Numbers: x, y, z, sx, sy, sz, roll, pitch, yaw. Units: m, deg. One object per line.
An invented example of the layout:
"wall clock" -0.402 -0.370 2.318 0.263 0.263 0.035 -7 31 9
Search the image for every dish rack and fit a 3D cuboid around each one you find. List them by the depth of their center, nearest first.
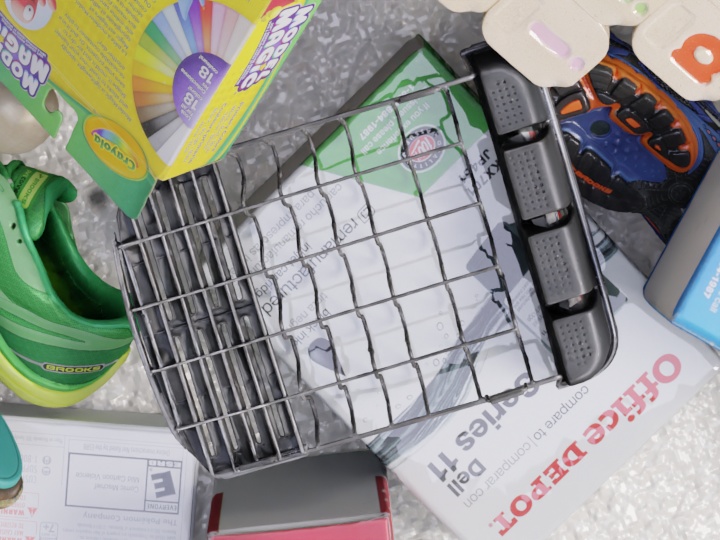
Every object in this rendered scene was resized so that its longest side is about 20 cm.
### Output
"dish rack" 0.000 0.000 1.141 0.199 0.055 0.154 -16 96 3

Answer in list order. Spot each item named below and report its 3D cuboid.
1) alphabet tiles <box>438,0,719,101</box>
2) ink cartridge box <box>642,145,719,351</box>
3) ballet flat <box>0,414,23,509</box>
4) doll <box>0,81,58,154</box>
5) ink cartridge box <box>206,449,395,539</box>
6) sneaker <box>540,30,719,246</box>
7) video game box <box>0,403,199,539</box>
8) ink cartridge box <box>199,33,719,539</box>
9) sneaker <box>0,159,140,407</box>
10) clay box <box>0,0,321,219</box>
"alphabet tiles" 0.109 -0.161 1.055 0.195 0.015 0.200 38 121 -17
"ink cartridge box" 0.243 0.000 1.133 0.199 0.084 0.147 29 93 -7
"ballet flat" -0.217 0.042 1.184 0.071 0.071 0.200 -39 66 3
"doll" -0.189 -0.139 1.143 0.136 0.048 0.201 -31 98 0
"ink cartridge box" -0.018 0.195 1.201 0.082 0.147 0.202 -6 97 0
"sneaker" 0.155 -0.042 1.215 0.075 0.079 0.200 -35 116 25
"video game box" -0.176 0.153 1.240 0.198 0.047 0.184 5 95 -3
"ink cartridge box" 0.044 0.017 1.211 0.147 0.083 0.200 -45 97 4
"sneaker" -0.171 -0.031 1.195 0.083 0.074 0.200 -35 107 27
"clay box" -0.072 -0.129 1.067 0.115 0.047 0.200 47 127 16
